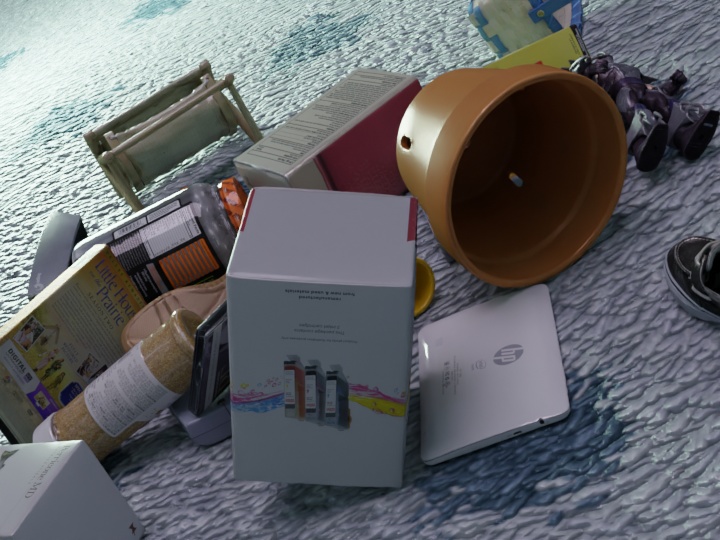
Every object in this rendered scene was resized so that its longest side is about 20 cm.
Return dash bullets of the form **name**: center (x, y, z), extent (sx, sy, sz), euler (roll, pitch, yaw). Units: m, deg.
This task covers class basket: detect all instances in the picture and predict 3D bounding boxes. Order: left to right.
- **basket**: center (0.232, -0.352, 1.700), extent (0.200, 0.139, 0.177), euler (-27, 24, 24)

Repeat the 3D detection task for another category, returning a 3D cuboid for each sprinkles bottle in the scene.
- **sprinkles bottle**: center (-0.223, 0.120, 1.335), extent (0.200, 0.068, 0.068), euler (-39, 24, 16)

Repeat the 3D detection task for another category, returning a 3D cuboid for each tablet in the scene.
- **tablet**: center (0.110, 0.084, 1.205), extent (0.130, 0.014, 0.200), euler (-21, 29, 13)

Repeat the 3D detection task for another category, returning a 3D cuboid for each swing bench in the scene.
- **swing bench**: center (-0.249, -0.176, 1.858), extent (0.199, 0.130, 0.200), euler (-34, 27, -9)

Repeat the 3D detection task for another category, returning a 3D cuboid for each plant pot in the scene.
- **plant pot**: center (0.125, -0.102, 1.288), extent (0.200, 0.200, 0.140), euler (-36, 36, -14)

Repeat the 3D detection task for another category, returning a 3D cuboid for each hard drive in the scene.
- **hard drive**: center (-0.327, 0.025, 1.585), extent (0.042, 0.135, 0.200), euler (-14, 28, 4)

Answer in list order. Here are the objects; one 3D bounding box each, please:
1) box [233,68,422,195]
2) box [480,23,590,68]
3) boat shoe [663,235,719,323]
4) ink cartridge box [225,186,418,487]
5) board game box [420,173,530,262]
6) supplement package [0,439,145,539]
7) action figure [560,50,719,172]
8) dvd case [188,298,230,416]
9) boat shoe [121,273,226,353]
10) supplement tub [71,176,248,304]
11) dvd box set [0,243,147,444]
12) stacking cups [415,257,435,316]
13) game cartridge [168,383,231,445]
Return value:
- **box**: center (-0.019, -0.128, 1.584), extent (0.200, 0.109, 0.128), euler (-39, 29, -19)
- **box**: center (0.164, -0.211, 1.549), extent (0.200, 0.050, 0.075), euler (-28, 4, -36)
- **boat shoe**: center (0.298, 0.005, 1.102), extent (0.072, 0.071, 0.200), euler (-31, 27, -6)
- **ink cartridge box**: center (-0.029, 0.056, 1.143), extent (0.144, 0.201, 0.145), euler (3, 32, 2)
- **board game box**: center (0.152, -0.107, 1.462), extent (0.199, 0.041, 0.200), euler (-26, 27, 4)
- **supplement package**: center (-0.314, 0.233, 1.229), extent (0.199, 0.118, 0.117), euler (-8, 33, 33)
- **action figure**: center (0.281, -0.176, 1.410), extent (0.130, 0.070, 0.200), euler (-2, 33, -17)
- **dvd case**: center (-0.086, 0.032, 1.289), extent (0.016, 0.149, 0.200), euler (36, 58, 13)
- **boat shoe**: center (-0.150, 0.048, 1.451), extent (0.199, 0.069, 0.074), euler (-25, 67, -9)
- **supplement tub**: center (-0.208, -0.018, 1.555), extent (0.199, 0.123, 0.123), euler (-26, 27, 3)
- **dvd box set**: center (-0.296, 0.090, 1.427), extent (0.029, 0.147, 0.200), euler (3, 41, 48)
- **stacking cups**: center (0.000, 0.000, 1.412), extent (0.060, 0.061, 0.200), euler (-38, 25, -18)
- **game cartridge**: center (-0.096, 0.089, 1.365), extent (0.200, 0.042, 0.133), euler (-34, 32, -11)
